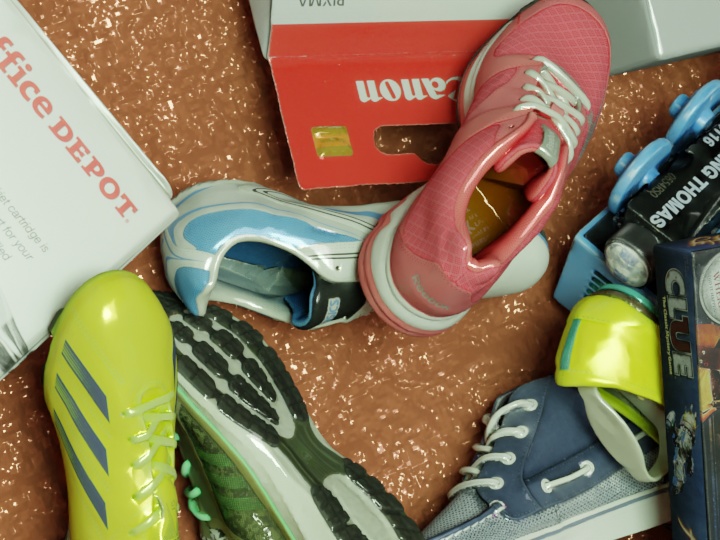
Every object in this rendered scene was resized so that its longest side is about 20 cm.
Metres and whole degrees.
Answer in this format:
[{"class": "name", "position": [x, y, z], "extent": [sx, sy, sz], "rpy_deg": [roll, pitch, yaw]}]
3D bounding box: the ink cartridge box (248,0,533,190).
[{"class": "ink cartridge box", "position": [0.023, -0.144, 1.025], "extent": [0.160, 0.050, 0.201], "rpy_deg": [-5, 69, -27]}]

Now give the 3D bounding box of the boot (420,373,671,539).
[{"class": "boot", "position": [0.071, 0.107, 1.045], "extent": [0.200, 0.073, 0.091], "rpy_deg": [-14, 85, -35]}]

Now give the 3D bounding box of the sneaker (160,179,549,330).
[{"class": "sneaker", "position": [0.000, 0.000, 1.006], "extent": [0.199, 0.072, 0.073], "rpy_deg": [3, 55, -20]}]

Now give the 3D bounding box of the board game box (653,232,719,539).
[{"class": "board game box", "position": [0.214, 0.076, 1.011], "extent": [0.135, 0.035, 0.201], "rpy_deg": [-11, 102, -25]}]

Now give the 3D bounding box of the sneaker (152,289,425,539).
[{"class": "sneaker", "position": [-0.061, 0.098, 0.969], "extent": [0.200, 0.089, 0.077], "rpy_deg": [51, 26, 11]}]

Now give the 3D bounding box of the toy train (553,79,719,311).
[{"class": "toy train", "position": [0.189, -0.042, 1.087], "extent": [0.087, 0.114, 0.200], "rpy_deg": [40, 58, 15]}]

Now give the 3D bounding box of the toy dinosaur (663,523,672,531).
[{"class": "toy dinosaur", "position": [0.195, 0.191, 1.111], "extent": [0.200, 0.060, 0.107], "rpy_deg": [-10, 101, -39]}]

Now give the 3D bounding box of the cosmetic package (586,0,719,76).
[{"class": "cosmetic package", "position": [0.213, -0.175, 1.137], "extent": [0.199, 0.071, 0.102], "rpy_deg": [-14, 91, -27]}]

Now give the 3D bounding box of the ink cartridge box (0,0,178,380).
[{"class": "ink cartridge box", "position": [-0.203, -0.015, 0.904], "extent": [0.200, 0.084, 0.146], "rpy_deg": [-44, 104, -24]}]

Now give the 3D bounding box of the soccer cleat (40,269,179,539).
[{"class": "soccer cleat", "position": [-0.099, 0.097, 0.906], "extent": [0.065, 0.084, 0.201], "rpy_deg": [-12, 120, -33]}]

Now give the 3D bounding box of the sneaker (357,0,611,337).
[{"class": "sneaker", "position": [0.079, -0.055, 0.974], "extent": [0.074, 0.087, 0.200], "rpy_deg": [38, 63, -14]}]

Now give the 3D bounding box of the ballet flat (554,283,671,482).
[{"class": "ballet flat", "position": [0.168, 0.088, 1.044], "extent": [0.200, 0.067, 0.067], "rpy_deg": [41, 65, -25]}]
